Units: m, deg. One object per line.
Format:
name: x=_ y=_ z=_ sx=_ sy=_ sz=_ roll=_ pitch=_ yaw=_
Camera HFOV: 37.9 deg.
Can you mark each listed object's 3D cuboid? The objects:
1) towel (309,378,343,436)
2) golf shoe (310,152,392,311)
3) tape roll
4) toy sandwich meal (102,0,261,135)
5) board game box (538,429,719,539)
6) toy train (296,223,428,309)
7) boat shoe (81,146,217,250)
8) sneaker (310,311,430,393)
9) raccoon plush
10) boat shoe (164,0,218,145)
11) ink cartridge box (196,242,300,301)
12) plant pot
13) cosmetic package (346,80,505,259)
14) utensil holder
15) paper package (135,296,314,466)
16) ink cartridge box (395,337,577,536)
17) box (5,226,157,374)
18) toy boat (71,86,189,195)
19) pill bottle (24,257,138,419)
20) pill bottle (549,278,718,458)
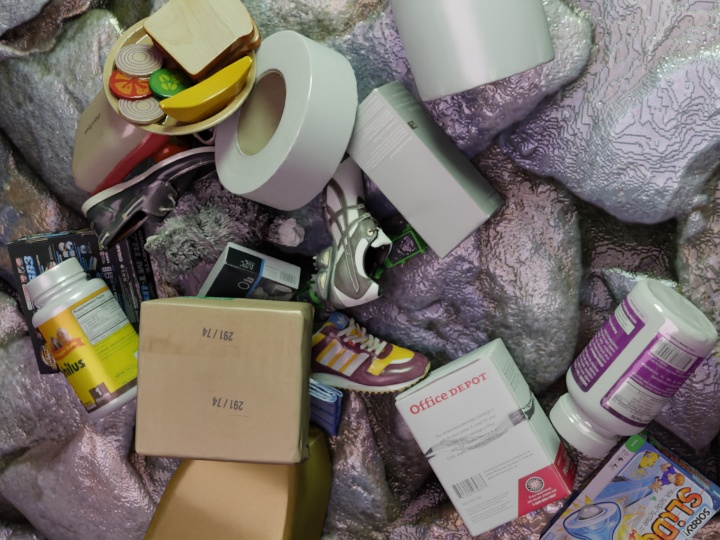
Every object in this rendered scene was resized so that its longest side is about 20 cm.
towel: x=-0.117 y=0.151 z=1.374 sx=0.199 sy=0.024 sz=0.147 roll=25 pitch=153 yaw=9
golf shoe: x=-0.001 y=-0.050 z=1.272 sx=0.094 sy=0.078 sz=0.202 roll=-3 pitch=73 yaw=23
tape roll: x=-0.092 y=-0.176 z=1.239 sx=0.202 sy=0.070 sz=0.204 roll=-24 pitch=58 yaw=46
toy sandwich meal: x=-0.210 y=-0.251 z=1.233 sx=0.203 sy=0.070 sz=0.207 roll=-1 pitch=63 yaw=1
board game box: x=0.333 y=0.306 z=1.300 sx=0.135 sy=0.034 sz=0.201 roll=37 pitch=113 yaw=7
toy train: x=0.000 y=0.000 z=1.324 sx=0.199 sy=0.056 sz=0.042 roll=-29 pitch=93 yaw=23
boat shoe: x=-0.256 y=-0.094 z=1.340 sx=0.199 sy=0.072 sz=0.068 roll=-27 pitch=76 yaw=6
sneaker: x=-0.009 y=0.100 z=1.343 sx=0.198 sy=0.075 sz=0.091 roll=0 pitch=109 yaw=18
raccoon plush: x=-0.180 y=-0.041 z=1.301 sx=0.199 sy=0.134 sz=0.097 roll=6 pitch=132 yaw=55
boat shoe: x=-0.206 y=-0.257 z=1.325 sx=0.071 sy=0.059 sz=0.202 roll=-11 pitch=100 yaw=21
ink cartridge box: x=-0.159 y=0.046 z=1.339 sx=0.099 sy=0.039 sz=0.200 roll=18 pitch=141 yaw=-17
plant pot: x=-0.144 y=0.289 z=1.377 sx=0.193 sy=0.195 sz=0.202 roll=22 pitch=108 yaw=12
cosmetic package: x=0.071 y=-0.120 z=1.241 sx=0.200 sy=0.107 sz=0.090 roll=46 pitch=113 yaw=1
utensil holder: x=0.112 y=-0.304 z=1.145 sx=0.169 sy=0.170 sz=0.202 roll=-14 pitch=100 yaw=22
paper package: x=-0.158 y=0.129 z=1.252 sx=0.198 sy=0.103 sz=0.193 roll=2 pitch=88 yaw=5
ink cartridge box: x=0.157 y=0.206 z=1.308 sx=0.145 sy=0.083 sz=0.201 roll=-29 pitch=93 yaw=24
box: x=-0.382 y=0.042 z=1.471 sx=0.197 sy=0.050 sz=0.202 roll=-6 pitch=103 yaw=21
toy boat: x=-0.280 y=-0.171 z=1.348 sx=0.200 sy=0.130 sz=0.132 roll=-32 pitch=51 yaw=48
pill bottle: x=-0.360 y=0.088 z=1.392 sx=0.109 sy=0.109 sz=0.201 roll=-29 pitch=95 yaw=23
pill bottle: x=0.310 y=0.118 z=1.218 sx=0.112 sy=0.112 sz=0.201 roll=37 pitch=112 yaw=6
